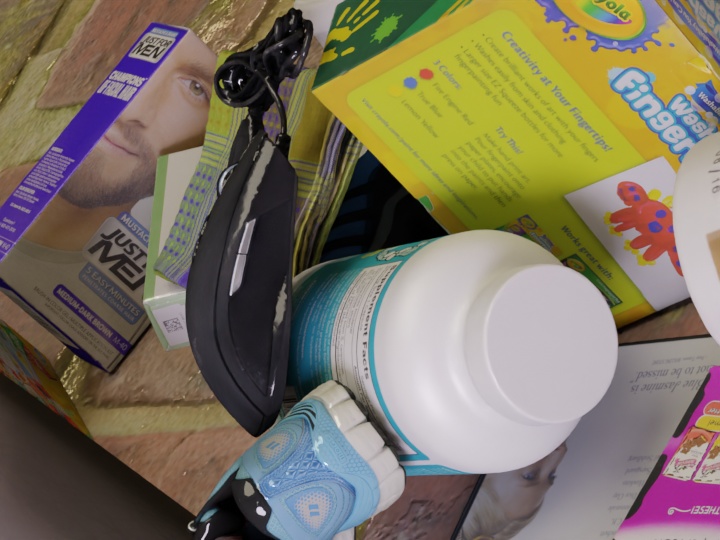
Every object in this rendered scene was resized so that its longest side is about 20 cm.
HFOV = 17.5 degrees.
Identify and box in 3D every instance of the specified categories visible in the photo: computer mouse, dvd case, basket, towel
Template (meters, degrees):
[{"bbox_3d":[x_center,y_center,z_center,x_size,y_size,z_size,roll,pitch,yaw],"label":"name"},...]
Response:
[{"bbox_3d":[-0.063,-0.022,1.125,0.140,0.046,0.201,171,104,-77],"label":"computer mouse"},{"bbox_3d":[0.096,0.115,1.054,0.142,0.018,0.200,-8,46,48],"label":"dvd case"},{"bbox_3d":[-0.177,0.136,1.205,0.136,0.200,0.180,-52,28,-12],"label":"basket"},{"bbox_3d":[-0.056,-0.044,1.258,0.200,0.023,0.144,27,99,64],"label":"towel"}]

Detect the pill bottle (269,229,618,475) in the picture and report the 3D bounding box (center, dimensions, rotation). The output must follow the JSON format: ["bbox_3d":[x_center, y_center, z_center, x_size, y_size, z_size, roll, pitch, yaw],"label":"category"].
[{"bbox_3d":[0.037,0.041,1.091,0.111,0.111,0.200,-58,21,-20],"label":"pill bottle"}]

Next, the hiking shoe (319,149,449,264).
[{"bbox_3d":[0.000,0.000,1.268,0.087,0.074,0.200,12,56,47],"label":"hiking shoe"}]

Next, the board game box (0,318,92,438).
[{"bbox_3d":[-0.230,0.063,1.438,0.034,0.134,0.200,-46,29,1],"label":"board game box"}]

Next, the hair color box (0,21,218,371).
[{"bbox_3d":[-0.146,-0.048,1.494,0.200,0.109,0.065,-53,29,-11],"label":"hair color box"}]

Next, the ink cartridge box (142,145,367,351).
[{"bbox_3d":[-0.028,-0.037,1.390,0.199,0.048,0.146,-14,37,11],"label":"ink cartridge box"}]

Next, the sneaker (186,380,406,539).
[{"bbox_3d":[-0.051,0.121,1.096,0.090,0.078,0.200,-29,-18,-27],"label":"sneaker"}]

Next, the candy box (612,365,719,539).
[{"bbox_3d":[0.153,0.138,0.905,0.136,0.061,0.200,5,56,55],"label":"candy box"}]

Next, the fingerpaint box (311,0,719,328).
[{"bbox_3d":[0.106,-0.075,1.093,0.167,0.200,0.073,-27,33,33],"label":"fingerpaint box"}]

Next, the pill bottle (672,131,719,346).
[{"bbox_3d":[0.238,-0.032,0.952,0.200,0.114,0.115,-22,37,38],"label":"pill bottle"}]

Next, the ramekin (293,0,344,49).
[{"bbox_3d":[0.072,-0.145,1.235,0.202,0.094,0.202,-26,12,6],"label":"ramekin"}]
